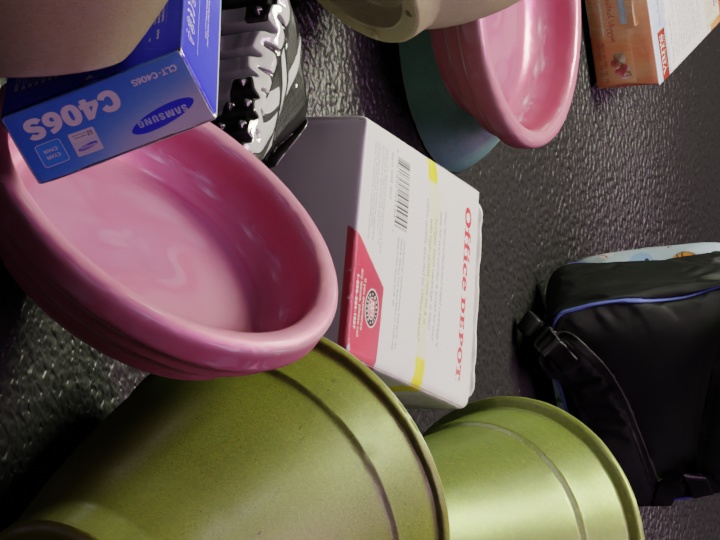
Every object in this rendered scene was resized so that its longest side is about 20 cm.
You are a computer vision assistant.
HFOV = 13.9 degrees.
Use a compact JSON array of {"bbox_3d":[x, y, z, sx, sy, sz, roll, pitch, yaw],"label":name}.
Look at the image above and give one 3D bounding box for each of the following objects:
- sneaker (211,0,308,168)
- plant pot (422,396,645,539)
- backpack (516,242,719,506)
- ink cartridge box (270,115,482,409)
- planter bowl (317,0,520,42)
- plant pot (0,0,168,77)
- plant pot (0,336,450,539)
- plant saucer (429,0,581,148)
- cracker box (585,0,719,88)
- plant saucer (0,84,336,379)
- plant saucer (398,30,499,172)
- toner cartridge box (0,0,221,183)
[{"bbox_3d":[-0.068,-0.082,1.685,0.091,0.066,0.200,59,35,-45],"label":"sneaker"},{"bbox_3d":[0.041,0.178,1.814,0.190,0.200,0.201,3,86,-54],"label":"plant pot"},{"bbox_3d":[0.230,0.079,2.251,0.154,0.199,0.191,-74,157,-63],"label":"backpack"},{"bbox_3d":[0.000,0.000,1.817,0.200,0.083,0.146,29,63,-64],"label":"ink cartridge box"},{"bbox_3d":[0.029,-0.225,1.798,0.135,0.200,0.200,-47,137,-21],"label":"planter bowl"},{"bbox_3d":[-0.154,-0.161,1.335,0.200,0.200,0.135,-32,124,-63],"label":"plant pot"},{"bbox_3d":[-0.089,0.152,1.498,0.193,0.200,0.201,-32,118,-50],"label":"plant pot"},{"bbox_3d":[0.094,-0.182,2.002,0.200,0.051,0.201,-2,90,-66],"label":"plant saucer"},{"bbox_3d":[0.237,-0.241,2.418,0.200,0.058,0.134,-43,127,-61],"label":"cracker box"},{"bbox_3d":[-0.108,-0.016,1.474,0.051,0.200,0.200,-53,173,27],"label":"plant saucer"},{"bbox_3d":[0.079,-0.169,2.073,0.200,0.036,0.201,-1,90,-67],"label":"plant saucer"},{"bbox_3d":[-0.119,-0.126,1.453,0.200,0.095,0.043,-91,157,-56],"label":"toner cartridge box"}]
